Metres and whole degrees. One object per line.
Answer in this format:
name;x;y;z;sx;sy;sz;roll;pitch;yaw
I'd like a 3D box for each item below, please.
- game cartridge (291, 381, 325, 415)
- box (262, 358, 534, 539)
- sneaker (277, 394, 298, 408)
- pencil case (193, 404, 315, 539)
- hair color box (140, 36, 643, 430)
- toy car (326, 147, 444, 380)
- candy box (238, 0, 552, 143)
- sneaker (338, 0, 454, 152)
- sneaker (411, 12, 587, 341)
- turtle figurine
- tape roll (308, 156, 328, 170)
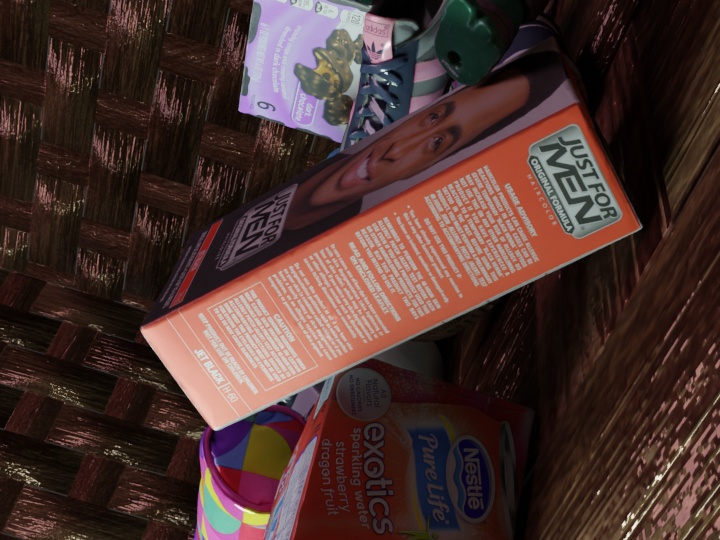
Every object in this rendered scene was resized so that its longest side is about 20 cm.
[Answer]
game cartridge;-0.033;0.192;0.778;0.133;0.041;0.201;37;117;50
box;0.004;0.132;0.505;0.200;0.095;0.100;114;173;-60
sneaker;-0.059;0.096;0.848;0.200;0.085;0.077;-45;43;-10
pencil case;-0.073;0.167;0.692;0.201;0.088;0.089;105;179;-46
hair color box;0.011;-0.017;0.442;0.199;0.061;0.102;-26;21;16
toy car;0.000;0.000;0.729;0.175;0.149;0.201;-81;9;-67
candy box;0.019;-0.161;0.753;0.168;0.199;0.072;114;172;-63
sneaker;0.017;-0.114;0.619;0.082;0.070;0.201;21;-93;-59
sneaker;0.066;-0.056;0.594;0.109;0.070;0.201;-86;19;-52
turtle figurine;0.092;-0.172;0.465;0.200;0.149;0.101;-41;-39;-19
tape roll;-0.010;-0.047;0.932;0.199;0.048;0.201;-26;30;16
